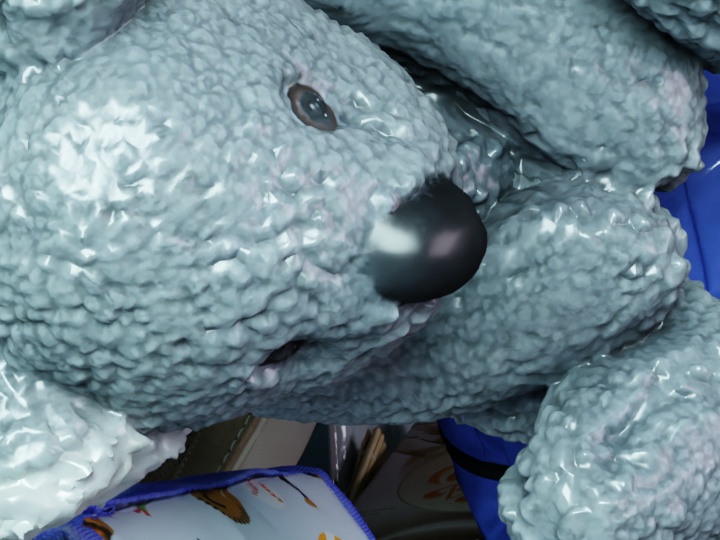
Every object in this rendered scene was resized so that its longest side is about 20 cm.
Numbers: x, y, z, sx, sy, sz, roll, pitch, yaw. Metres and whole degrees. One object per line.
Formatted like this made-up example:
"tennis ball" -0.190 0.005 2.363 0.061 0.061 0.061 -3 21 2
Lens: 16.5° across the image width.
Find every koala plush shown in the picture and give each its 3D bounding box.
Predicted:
"koala plush" -0.020 -0.019 0.530 0.200 0.184 0.178 -17 119 -51

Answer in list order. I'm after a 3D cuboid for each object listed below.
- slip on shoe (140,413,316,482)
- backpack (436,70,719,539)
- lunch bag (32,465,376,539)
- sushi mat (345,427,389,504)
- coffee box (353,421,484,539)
"slip on shoe" -0.031 -0.003 0.720 0.200 0.060 0.076 -62 -160 10
"backpack" 0.108 0.031 0.738 0.163 0.167 0.200 -79 151 -65
"lunch bag" -0.040 0.151 0.605 0.170 0.124 0.201 2 88 -72
"sushi mat" -0.003 0.151 0.882 0.200 0.012 0.096 -68 143 -54
"coffee box" 0.061 0.108 0.889 0.200 0.114 0.080 -47 127 -65
